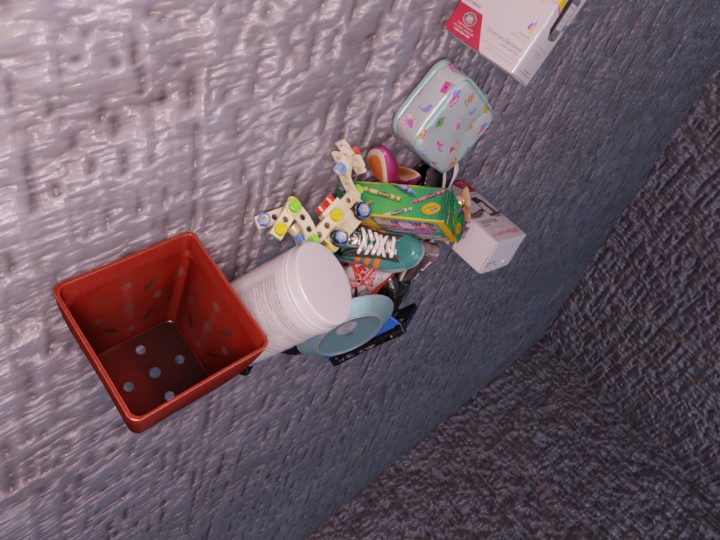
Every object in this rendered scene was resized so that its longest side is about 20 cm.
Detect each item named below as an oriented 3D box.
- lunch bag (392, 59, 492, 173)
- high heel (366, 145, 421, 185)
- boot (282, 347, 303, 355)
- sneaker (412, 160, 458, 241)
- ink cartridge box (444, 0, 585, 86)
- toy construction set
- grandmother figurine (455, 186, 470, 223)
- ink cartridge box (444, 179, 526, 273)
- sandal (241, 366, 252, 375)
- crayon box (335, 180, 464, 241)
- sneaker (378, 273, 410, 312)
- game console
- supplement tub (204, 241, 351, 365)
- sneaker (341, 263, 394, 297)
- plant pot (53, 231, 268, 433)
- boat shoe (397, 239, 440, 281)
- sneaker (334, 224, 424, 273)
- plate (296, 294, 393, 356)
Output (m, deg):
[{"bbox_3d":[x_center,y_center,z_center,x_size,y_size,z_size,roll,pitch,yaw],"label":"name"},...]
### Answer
[{"bbox_3d":[0.148,-0.266,1.110,0.161,0.077,0.199,-53,156,10],"label":"lunch bag"},{"bbox_3d":[0.067,-0.180,1.108,0.095,0.068,0.200,-33,159,-6],"label":"high heel"},{"bbox_3d":[-0.128,0.092,1.157,0.196,0.074,0.163,-3,145,-36],"label":"boot"},{"bbox_3d":[0.119,-0.137,1.271,0.111,0.073,0.203,-15,130,-43],"label":"sneaker"},{"bbox_3d":[0.246,-0.411,0.963,0.085,0.147,0.201,-3,131,-58],"label":"ink cartridge box"},{"bbox_3d":[-0.058,-0.102,0.994,0.200,0.131,0.092,-48,-172,-10],"label":"toy construction set"},{"bbox_3d":[0.109,-0.105,1.211,0.196,0.061,0.123,-7,128,4],"label":"grandmother figurine"},{"bbox_3d":[0.237,-0.098,1.360,0.144,0.200,0.084,-15,142,-49],"label":"ink cartridge box"},{"bbox_3d":[-0.221,0.123,1.128,0.201,0.074,0.048,105,11,-59],"label":"sandal"},{"bbox_3d":[0.068,-0.101,1.087,0.119,0.197,0.059,34,66,-66],"label":"crayon box"},{"bbox_3d":[0.065,0.027,1.360,0.080,0.075,0.200,-52,167,-11],"label":"sneaker"},{"bbox_3d":[-0.003,0.106,1.332,0.198,0.119,0.171,-28,-169,29],"label":"game console"},{"bbox_3d":[-0.126,0.054,0.952,0.198,0.134,0.131,-25,167,30],"label":"supplement tub"},{"bbox_3d":[0.000,0.001,1.198,0.107,0.068,0.202,-8,145,-34],"label":"sneaker"},{"bbox_3d":[-0.274,0.105,0.864,0.199,0.201,0.177,-28,162,-36],"label":"plant pot"},{"bbox_3d":[0.106,-0.016,1.200,0.200,0.056,0.068,110,-14,-79],"label":"boat shoe"},{"bbox_3d":[0.011,-0.042,1.102,0.080,0.197,0.073,26,72,-60],"label":"sneaker"},{"bbox_3d":[-0.024,0.112,1.178,0.197,0.026,0.201,-20,152,-11],"label":"plate"}]
